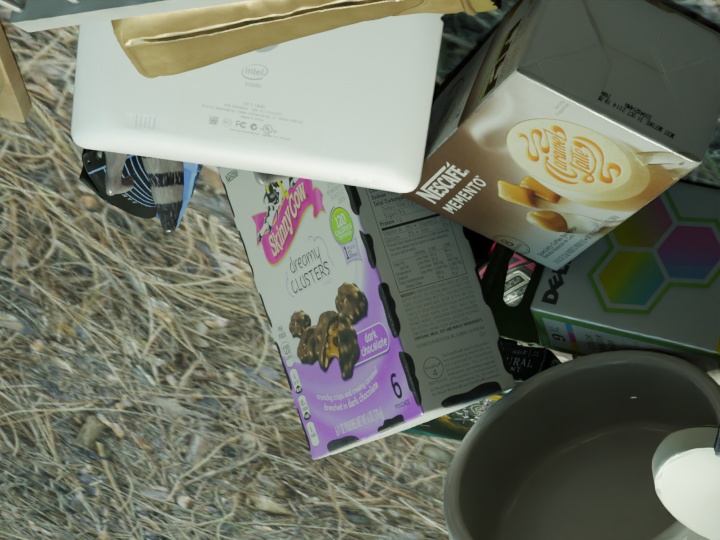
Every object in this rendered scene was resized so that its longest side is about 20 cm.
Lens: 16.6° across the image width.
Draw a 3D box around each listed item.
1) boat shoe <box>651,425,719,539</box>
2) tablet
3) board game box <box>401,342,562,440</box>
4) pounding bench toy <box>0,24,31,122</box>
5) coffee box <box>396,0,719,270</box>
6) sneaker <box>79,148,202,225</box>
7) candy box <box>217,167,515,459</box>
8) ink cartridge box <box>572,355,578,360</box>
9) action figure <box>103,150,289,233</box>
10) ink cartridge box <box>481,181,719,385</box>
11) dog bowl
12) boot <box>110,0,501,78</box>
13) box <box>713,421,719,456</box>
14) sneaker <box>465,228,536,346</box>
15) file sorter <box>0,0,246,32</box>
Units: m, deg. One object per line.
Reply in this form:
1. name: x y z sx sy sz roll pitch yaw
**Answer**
1. boat shoe: 0.237 0.113 1.333 0.199 0.064 0.071 19 133 -28
2. tablet: -0.057 -0.116 1.364 0.199 0.014 0.131 8 113 -1
3. board game box: 0.066 0.080 1.637 0.199 0.028 0.135 6 157 35
4. pounding bench toy: -0.350 -0.101 1.650 0.199 0.157 0.124 18 158 11
5. coffee box: 0.111 -0.083 1.368 0.114 0.080 0.200 27 157 -10
6. sneaker: -0.141 -0.081 1.616 0.077 0.070 0.200 17 159 -6
7. candy box: 0.000 0.000 1.512 0.071 0.201 0.168 -16 174 -27
8. ink cartridge box: 0.224 0.058 1.589 0.164 0.075 0.200 14 156 16
9. action figure: -0.093 -0.129 1.399 0.199 0.105 0.194 3 123 29
10. ink cartridge box: 0.164 0.001 1.476 0.199 0.104 0.059 13 156 21
11. dog bowl: 0.137 0.127 1.405 0.199 0.200 0.059 5 137 36
12. boot: -0.039 -0.162 1.254 0.199 0.066 0.175 -8 150 12
13. box: 0.299 0.013 1.225 0.196 0.201 0.124 16 -161 13
14. sneaker: 0.047 -0.004 1.629 0.199 0.081 0.075 4 123 37
15. file sorter: -0.131 -0.211 1.193 0.199 0.140 0.124 -2 161 45
